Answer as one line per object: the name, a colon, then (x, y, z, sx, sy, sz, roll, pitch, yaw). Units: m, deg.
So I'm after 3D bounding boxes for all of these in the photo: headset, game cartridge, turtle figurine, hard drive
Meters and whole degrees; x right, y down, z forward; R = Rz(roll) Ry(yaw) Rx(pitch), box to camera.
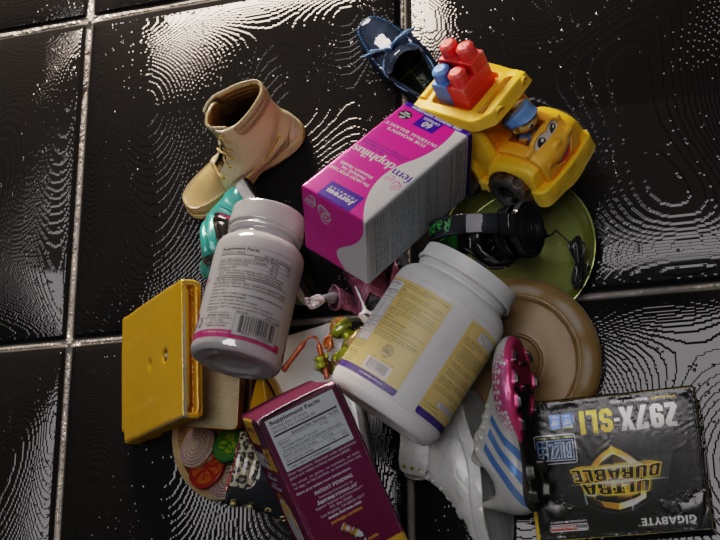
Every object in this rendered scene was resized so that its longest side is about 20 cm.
headset: (0.177, -0.027, 1.449, 0.198, 0.123, 0.095, 3, 80, -20)
game cartridge: (-0.259, 0.123, 1.589, 0.200, 0.032, 0.178, -28, 60, 54)
turtle figurine: (0.008, 0.112, 1.527, 0.161, 0.065, 0.200, 41, 52, 18)
hard drive: (-0.061, 0.177, 1.566, 0.131, 0.027, 0.202, -17, 70, 14)

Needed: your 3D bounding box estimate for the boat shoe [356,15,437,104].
boat shoe: (0.066, -0.280, 1.633, 0.084, 0.069, 0.200, -48, 65, 1)

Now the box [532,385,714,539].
box: (0.292, 0.221, 1.401, 0.198, 0.049, 0.161, -8, 84, 17)

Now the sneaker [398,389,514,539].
sneaker: (0.111, 0.253, 1.470, 0.115, 0.073, 0.202, -19, 78, 34)

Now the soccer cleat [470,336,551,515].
soccer cleat: (0.158, 0.177, 1.388, 0.086, 0.070, 0.202, -9, 86, 31)

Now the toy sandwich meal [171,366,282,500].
toy sandwich meal: (-0.179, 0.189, 1.560, 0.204, 0.070, 0.207, -11, 69, 30)

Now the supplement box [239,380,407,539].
supplement box: (-0.044, 0.234, 1.380, 0.103, 0.131, 0.201, -25, 92, -14)

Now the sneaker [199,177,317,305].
sneaker: (-0.149, -0.013, 1.621, 0.120, 0.084, 0.201, -36, 67, 7)

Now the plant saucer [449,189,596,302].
plant saucer: (0.197, -0.024, 1.533, 0.198, 0.031, 0.202, -5, 74, 18)

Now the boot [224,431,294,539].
boot: (-0.092, 0.299, 1.475, 0.152, 0.073, 0.205, 12, 89, -8)

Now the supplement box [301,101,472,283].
supplement box: (0.033, -0.094, 1.443, 0.101, 0.104, 0.200, 30, 55, 27)

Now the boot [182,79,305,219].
boot: (-0.180, -0.161, 1.636, 0.199, 0.155, 0.073, -36, 66, 6)

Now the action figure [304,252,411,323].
action figure: (0.000, 0.000, 1.530, 0.133, 0.149, 0.202, -17, 73, 7)

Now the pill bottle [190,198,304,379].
pill bottle: (-0.132, 0.022, 1.502, 0.112, 0.113, 0.201, 3, 65, 20)

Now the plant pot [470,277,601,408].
plant pot: (0.189, 0.109, 1.477, 0.198, 0.027, 0.202, -1, 87, 17)

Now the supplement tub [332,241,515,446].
supplement tub: (0.075, 0.083, 1.415, 0.145, 0.145, 0.201, 30, 80, 24)

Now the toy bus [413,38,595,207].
toy bus: (0.163, -0.189, 1.484, 0.199, 0.193, 0.136, 22, 62, 40)
